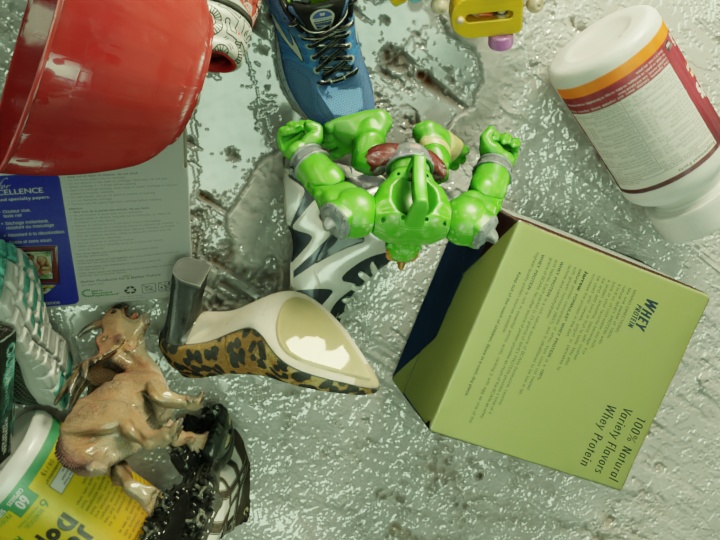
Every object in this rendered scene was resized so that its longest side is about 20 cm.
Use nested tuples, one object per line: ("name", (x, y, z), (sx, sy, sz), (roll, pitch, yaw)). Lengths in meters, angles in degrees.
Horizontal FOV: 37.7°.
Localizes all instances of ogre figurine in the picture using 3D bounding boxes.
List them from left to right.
("ogre figurine", (0.035, -0.072, 0.862), (0.200, 0.120, 0.098), (17, 137, -22))

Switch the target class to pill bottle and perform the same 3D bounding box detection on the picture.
("pill bottle", (-0.239, 0.221, 0.931), (0.200, 0.113, 0.113), (41, 93, -20))
("pill bottle", (0.265, -0.129, 0.956), (0.110, 0.110, 0.200), (-38, 110, -1))

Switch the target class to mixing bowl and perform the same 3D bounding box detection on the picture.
("mixing bowl", (-0.166, -0.144, 0.700), (0.108, 0.200, 0.200), (16, 101, -25))

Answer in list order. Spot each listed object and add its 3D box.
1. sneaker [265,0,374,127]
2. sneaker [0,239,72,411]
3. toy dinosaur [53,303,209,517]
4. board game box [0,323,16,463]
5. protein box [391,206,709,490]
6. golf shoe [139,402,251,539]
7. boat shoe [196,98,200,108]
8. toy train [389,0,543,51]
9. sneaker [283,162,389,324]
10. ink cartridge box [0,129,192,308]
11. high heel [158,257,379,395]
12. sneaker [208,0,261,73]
("sneaker", (-0.039, -0.198, 0.876), (0.078, 0.089, 0.200), (-24, 109, -5))
("sneaker", (-0.300, 0.054, 0.859), (0.091, 0.078, 0.200), (-4, 138, -2))
("toy dinosaur", (-0.202, 0.118, 0.849), (0.135, 0.200, 0.086), (19, 117, 7))
("board game box", (-0.365, 0.065, 0.832), (0.200, 0.028, 0.135), (23, 125, 10))
("protein box", (0.169, 0.064, 0.972), (0.200, 0.135, 0.199), (19, 99, -17))
("golf shoe", (-0.130, 0.211, 0.916), (0.078, 0.200, 0.095), (-19, 124, 22))
("boat shoe", (-0.200, -0.200, 0.849), (0.072, 0.068, 0.200), (-39, 111, -2))
("toy train", (0.106, -0.272, 0.890), (0.200, 0.056, 0.150), (15, 129, -18))
("sneaker", (0.000, 0.000, 0.944), (0.129, 0.079, 0.199), (-4, 96, -3))
("ink cartridge box", (-0.235, -0.048, 0.846), (0.197, 0.047, 0.200), (-4, 137, -11))
("high heel", (-0.081, 0.079, 0.909), (0.200, 0.071, 0.143), (28, 140, 8))
("sneaker", (-0.165, -0.218, 0.785), (0.201, 0.067, 0.108), (17, 75, -34))
